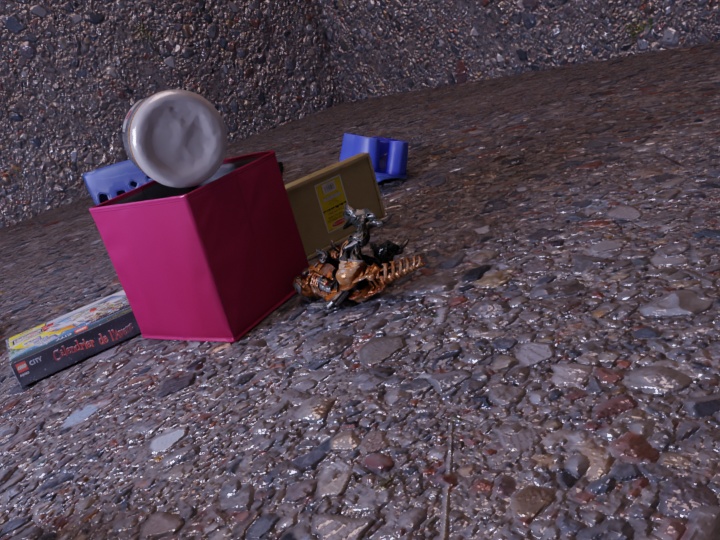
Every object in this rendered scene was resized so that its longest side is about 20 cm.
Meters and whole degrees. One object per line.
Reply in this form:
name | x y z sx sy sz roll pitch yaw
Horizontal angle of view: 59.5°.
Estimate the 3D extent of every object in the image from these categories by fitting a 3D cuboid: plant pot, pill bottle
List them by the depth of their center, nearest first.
pill bottle | -0.250 -0.175 0.826 0.115 0.118 0.200 -23 22 -19
plant pot | -0.450 -0.149 1.368 0.198 0.182 0.200 -16 9 -2

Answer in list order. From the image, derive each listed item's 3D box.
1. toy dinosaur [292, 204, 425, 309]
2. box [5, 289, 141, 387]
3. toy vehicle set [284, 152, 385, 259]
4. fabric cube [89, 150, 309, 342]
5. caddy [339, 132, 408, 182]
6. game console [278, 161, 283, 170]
toy dinosaur | 0.000 0.000 0.828 0.198 0.103 0.136 11 53 25
box | -0.418 0.093 0.944 0.199 0.038 0.136 -26 22 -25
toy vehicle set | -0.049 -0.109 1.066 0.199 0.126 0.026 -29 24 -32
fabric cube | -0.215 -0.036 0.895 0.194 0.201 0.200 -3 23 33
caddy | 0.027 -0.245 1.409 0.140 0.106 0.200 2 14 -18
game console | -0.321 -0.286 1.888 0.175 0.031 0.200 -16 20 1
